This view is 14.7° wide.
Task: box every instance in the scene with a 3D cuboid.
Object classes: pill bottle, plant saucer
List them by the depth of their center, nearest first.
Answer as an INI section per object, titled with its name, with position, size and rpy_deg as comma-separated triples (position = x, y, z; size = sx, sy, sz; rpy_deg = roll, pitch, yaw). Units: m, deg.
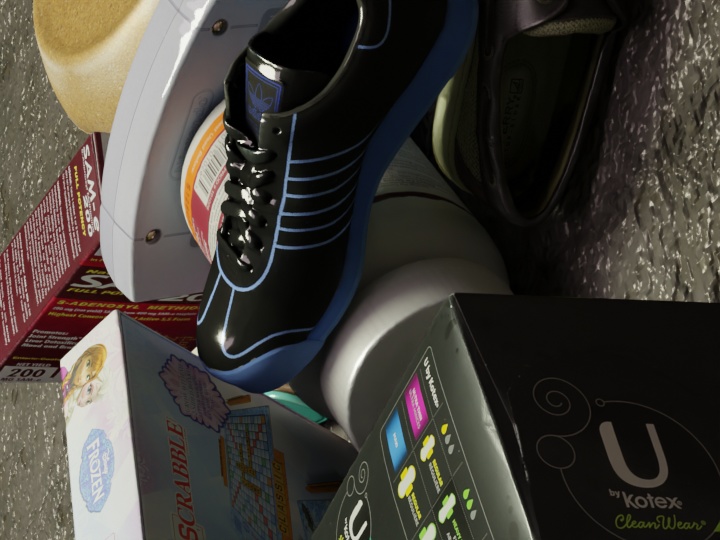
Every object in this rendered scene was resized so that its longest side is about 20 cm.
[pill bottle]
position = 0.000, 0.000, 1.226
size = 0.200, 0.109, 0.110
rpy_deg = 55, 135, 52
[plant saucer]
position = -0.116, -0.169, 1.435
size = 0.200, 0.035, 0.201
rpy_deg = -32, 47, 42

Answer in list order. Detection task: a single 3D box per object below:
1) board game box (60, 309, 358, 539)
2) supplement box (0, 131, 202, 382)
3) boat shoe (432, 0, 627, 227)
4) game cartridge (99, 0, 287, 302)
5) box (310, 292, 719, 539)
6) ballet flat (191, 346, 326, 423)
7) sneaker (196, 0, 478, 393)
[board game box]
position = -0.030, 0.136, 1.143
size = 0.041, 0.199, 0.200
rpy_deg = -41, 36, 25
[supplement box]
position = -0.123, -0.002, 1.481
size = 0.200, 0.109, 0.061
rpy_deg = 134, 132, -55
[boat shoe]
position = 0.079, -0.111, 1.127
size = 0.066, 0.072, 0.201
rpy_deg = 48, 135, 48
[game cartridge]
position = -0.052, -0.077, 1.313
size = 0.040, 0.133, 0.200
rpy_deg = 44, 128, 33
[box]
position = 0.075, 0.118, 1.013
size = 0.200, 0.148, 0.124
rpy_deg = 118, 145, -42
[ballet flat]
position = -0.064, 0.061, 1.415
size = 0.200, 0.069, 0.071
rpy_deg = -32, 41, 55
[sneaker]
position = -0.030, -0.045, 1.121
size = 0.070, 0.078, 0.200
rpy_deg = 39, 108, 44
